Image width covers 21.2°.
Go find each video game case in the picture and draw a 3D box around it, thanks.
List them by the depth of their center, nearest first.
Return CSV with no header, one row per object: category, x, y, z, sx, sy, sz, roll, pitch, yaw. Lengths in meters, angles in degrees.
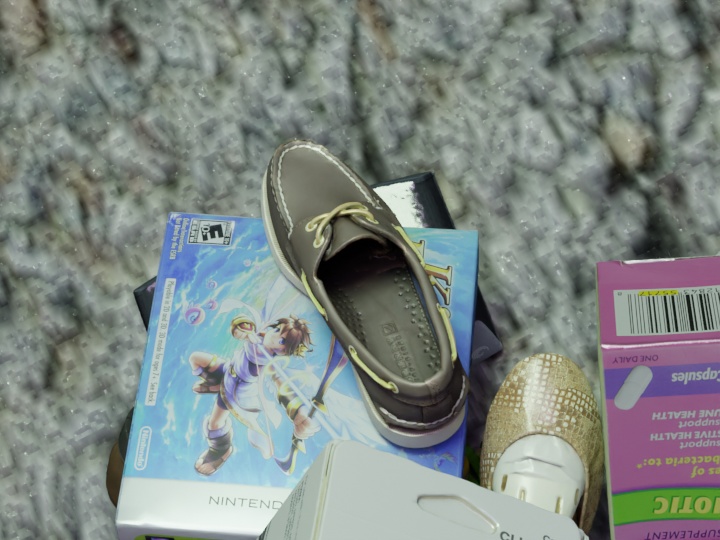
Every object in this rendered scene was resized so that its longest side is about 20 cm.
video game case,-0.030,0.065,1.064,0.181,0.045,0.200,4,60,3

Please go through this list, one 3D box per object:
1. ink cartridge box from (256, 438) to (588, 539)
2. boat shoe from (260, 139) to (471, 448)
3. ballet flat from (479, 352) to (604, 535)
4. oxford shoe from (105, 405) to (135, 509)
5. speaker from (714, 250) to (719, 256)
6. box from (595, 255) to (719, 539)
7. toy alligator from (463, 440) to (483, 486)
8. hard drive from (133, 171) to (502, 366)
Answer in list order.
ink cartridge box,0.007,0.190,0.982,0.144,0.200,0.084,21,45,-12
boat shoe,0.000,0.000,1.040,0.072,0.060,0.200,-20,59,-11
ballet flat,0.095,0.146,1.045,0.070,0.065,0.200,4,107,1
oxford shoe,-0.062,0.160,1.111,0.200,0.084,0.073,38,40,8
speaker,0.259,-0.010,1.096,0.200,0.081,0.081,-44,74,-5
box,0.217,0.098,1.012,0.176,0.097,0.200,-3,117,7
toy alligator,0.036,0.127,1.094,0.200,0.059,0.054,-10,31,-15
hard drive,-0.030,0.026,1.151,0.200,0.042,0.135,-22,74,3
